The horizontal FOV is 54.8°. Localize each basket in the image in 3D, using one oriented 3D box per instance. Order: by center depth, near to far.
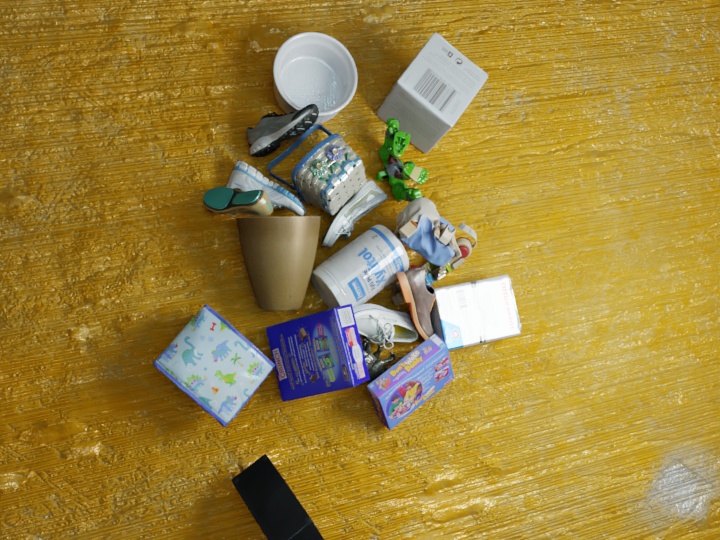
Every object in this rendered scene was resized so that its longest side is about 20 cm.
[{"bbox_3d":[-0.093,-0.241,1.602,0.199,0.140,0.176,34,71,29],"label":"basket"}]

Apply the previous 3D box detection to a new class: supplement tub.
[{"bbox_3d":[0.000,0.000,1.582,0.199,0.132,0.133,-37,91,-17],"label":"supplement tub"}]

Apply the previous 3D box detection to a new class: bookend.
[{"bbox_3d":[-0.159,0.531,1.467,0.092,0.198,0.201,-34,135,-16],"label":"bookend"}]

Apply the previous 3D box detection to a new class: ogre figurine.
[{"bbox_3d":[0.090,-0.248,1.648,0.098,0.120,0.201,-37,93,-20],"label":"ogre figurine"}]

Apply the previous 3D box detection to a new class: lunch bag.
[{"bbox_3d":[-0.307,0.204,1.476,0.199,0.128,0.171,38,74,4],"label":"lunch bag"}]

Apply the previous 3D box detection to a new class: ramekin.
[{"bbox_3d":[-0.113,-0.446,1.640,0.198,0.098,0.203,2,82,-13],"label":"ramekin"}]

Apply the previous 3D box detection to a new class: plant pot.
[{"bbox_3d":[-0.180,-0.017,1.529,0.184,0.186,0.203,-1,93,-14],"label":"plant pot"}]

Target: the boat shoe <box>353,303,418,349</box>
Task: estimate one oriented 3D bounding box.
[{"bbox_3d":[0.052,0.136,1.562,0.200,0.086,0.075,14,120,-39],"label":"boat shoe"}]

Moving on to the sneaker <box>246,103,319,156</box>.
[{"bbox_3d":[-0.182,-0.330,1.570,0.198,0.074,0.080,-23,86,26],"label":"sneaker"}]

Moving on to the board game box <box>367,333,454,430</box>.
[{"bbox_3d":[0.118,0.253,1.573,0.199,0.135,0.045,-35,47,-17],"label":"board game box"}]

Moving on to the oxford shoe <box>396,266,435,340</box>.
[{"bbox_3d":[0.145,0.080,1.587,0.072,0.072,0.201,-22,125,2],"label":"oxford shoe"}]

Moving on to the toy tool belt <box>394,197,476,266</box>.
[{"bbox_3d":[0.170,-0.065,1.569,0.199,0.125,0.123,31,32,-13],"label":"toy tool belt"}]

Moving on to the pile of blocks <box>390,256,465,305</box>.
[{"bbox_3d":[0.151,0.004,1.644,0.199,0.082,0.063,-32,90,-16],"label":"pile of blocks"}]

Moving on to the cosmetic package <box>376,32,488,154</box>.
[{"bbox_3d":[0.166,-0.415,1.651,0.164,0.200,0.166,38,75,-5],"label":"cosmetic package"}]

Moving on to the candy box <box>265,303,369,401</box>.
[{"bbox_3d":[-0.095,0.179,1.500,0.077,0.198,0.171,-7,82,-59],"label":"candy box"}]

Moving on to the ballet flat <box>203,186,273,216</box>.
[{"bbox_3d":[-0.271,-0.143,1.533,0.063,0.198,0.069,50,60,-41],"label":"ballet flat"}]

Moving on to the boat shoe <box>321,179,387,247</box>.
[{"bbox_3d":[-0.016,-0.126,1.628,0.065,0.074,0.202,40,68,-1],"label":"boat shoe"}]

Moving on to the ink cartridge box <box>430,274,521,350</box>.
[{"bbox_3d":[0.266,0.102,1.656,0.197,0.084,0.148,-9,84,-16],"label":"ink cartridge box"}]

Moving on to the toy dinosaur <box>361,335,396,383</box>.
[{"bbox_3d":[0.018,0.213,1.592,0.199,0.077,0.103,30,95,-24],"label":"toy dinosaur"}]

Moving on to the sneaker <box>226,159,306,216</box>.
[{"bbox_3d":[-0.218,-0.165,1.589,0.199,0.075,0.087,31,83,4],"label":"sneaker"}]
